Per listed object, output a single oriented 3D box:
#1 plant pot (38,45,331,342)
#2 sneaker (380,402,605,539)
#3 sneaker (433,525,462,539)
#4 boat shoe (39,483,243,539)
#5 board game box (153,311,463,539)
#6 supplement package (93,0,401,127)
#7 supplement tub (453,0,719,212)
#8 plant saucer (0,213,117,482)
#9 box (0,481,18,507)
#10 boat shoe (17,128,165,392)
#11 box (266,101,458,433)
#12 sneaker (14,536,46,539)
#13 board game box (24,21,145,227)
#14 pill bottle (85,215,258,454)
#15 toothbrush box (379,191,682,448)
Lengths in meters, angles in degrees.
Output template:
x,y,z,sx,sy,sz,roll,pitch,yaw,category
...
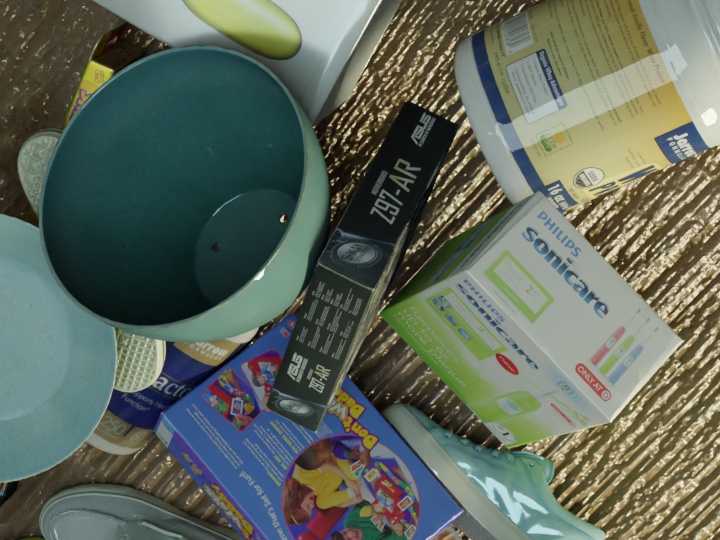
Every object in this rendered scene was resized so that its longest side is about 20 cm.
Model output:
x,y,z,sx,sy,sz,roll,pitch,yaw,category
-0.100,-0.035,1.455,0.199,0.135,0.201,-9,67,21,plant pot
0.103,0.163,1.638,0.200,0.074,0.082,44,71,5,sneaker
-0.007,0.204,1.659,0.200,0.072,0.080,29,145,-2,sneaker
-0.164,0.225,1.687,0.200,0.072,0.070,16,106,5,boat shoe
-0.040,0.150,1.597,0.134,0.045,0.200,-37,80,-24,board game box
-0.062,-0.239,1.510,0.200,0.147,0.192,30,107,2,supplement package
0.181,-0.135,1.496,0.199,0.144,0.145,-23,99,15,supplement tub
-0.268,0.051,1.514,0.200,0.039,0.202,1,105,4,plant saucer
-0.293,0.101,1.632,0.046,0.159,0.201,13,106,6,box
-0.187,-0.010,1.536,0.074,0.062,0.201,-19,98,17,boat shoe
0.000,0.000,1.511,0.043,0.161,0.200,26,145,3,box
-0.332,0.281,1.730,0.200,0.078,0.066,-27,100,17,sneaker
-0.212,-0.089,1.602,0.030,0.096,0.201,22,107,2,board game box
-0.148,0.036,1.613,0.116,0.116,0.200,44,107,-3,pill bottle
0.116,0.040,1.520,0.146,0.200,0.086,46,70,-6,toothbrush box
